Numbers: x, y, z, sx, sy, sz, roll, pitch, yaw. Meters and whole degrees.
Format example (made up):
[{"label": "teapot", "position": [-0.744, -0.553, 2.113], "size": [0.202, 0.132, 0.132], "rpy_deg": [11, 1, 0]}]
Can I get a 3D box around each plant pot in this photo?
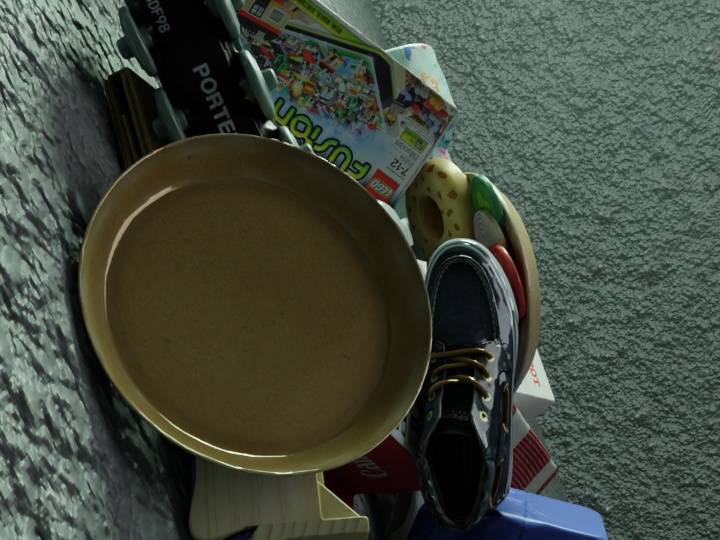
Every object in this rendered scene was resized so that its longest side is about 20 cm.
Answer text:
[{"label": "plant pot", "position": [-0.055, 0.018, 0.605], "size": [0.028, 0.198, 0.202], "rpy_deg": [-50, -130, 53]}]

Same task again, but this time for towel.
[{"label": "towel", "position": [0.097, 0.179, 1.045], "size": [0.200, 0.144, 0.023], "rpy_deg": [52, -13, -33]}]

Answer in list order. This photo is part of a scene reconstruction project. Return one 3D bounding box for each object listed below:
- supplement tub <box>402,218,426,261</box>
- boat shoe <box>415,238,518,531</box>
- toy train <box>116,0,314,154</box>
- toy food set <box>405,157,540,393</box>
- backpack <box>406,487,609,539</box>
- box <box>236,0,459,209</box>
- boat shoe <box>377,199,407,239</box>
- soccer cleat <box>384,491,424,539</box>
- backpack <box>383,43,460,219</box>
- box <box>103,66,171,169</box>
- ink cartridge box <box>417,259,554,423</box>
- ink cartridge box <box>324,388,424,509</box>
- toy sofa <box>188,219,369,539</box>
[{"label": "supplement tub", "position": [0.077, -0.004, 1.395], "size": [0.122, 0.121, 0.202], "rpy_deg": [-25, 94, -80]}, {"label": "boat shoe", "position": [0.075, 0.078, 0.784], "size": [0.091, 0.070, 0.203], "rpy_deg": [-7, 92, -74]}, {"label": "toy train", "position": [-0.093, -0.109, 0.725], "size": [0.114, 0.085, 0.202], "rpy_deg": [-125, -169, -78]}, {"label": "toy food set", "position": [0.089, 0.014, 0.919], "size": [0.198, 0.048, 0.202], "rpy_deg": [-138, -135, -62]}, {"label": "backpack", "position": [0.106, 0.281, 0.887], "size": [0.162, 0.166, 0.202], "rpy_deg": [14, 88, -76]}, {"label": "box", "position": [-0.029, -0.145, 0.912], "size": [0.199, 0.111, 0.035], "rpy_deg": [36, -7, -9]}, {"label": "boat shoe", "position": [0.000, 0.000, 0.928], "size": [0.201, 0.071, 0.062], "rpy_deg": [88, -16, -55]}, {"label": "soccer cleat", "position": [0.059, 0.250, 0.990], "size": [0.069, 0.077, 0.202], "rpy_deg": [-168, -107, -69]}, {"label": "backpack", "position": [0.007, -0.121, 1.038], "size": [0.200, 0.176, 0.152], "rpy_deg": [104, -34, -73]}, {"label": "box", "position": [-0.107, -0.033, 0.773], "size": [0.200, 0.021, 0.165], "rpy_deg": [35, 36, -74]}, {"label": "ink cartridge box", "position": [0.082, 0.076, 1.114], "size": [0.199, 0.084, 0.147], "rpy_deg": [15, 46, -35]}, {"label": "ink cartridge box", "position": [0.001, 0.095, 0.804], "size": [0.200, 0.083, 0.177], "rpy_deg": [51, 36, -60]}, {"label": "toy sofa", "position": [-0.056, 0.074, 0.654], "size": [0.083, 0.096, 0.202], "rpy_deg": [103, -19, -62]}]
